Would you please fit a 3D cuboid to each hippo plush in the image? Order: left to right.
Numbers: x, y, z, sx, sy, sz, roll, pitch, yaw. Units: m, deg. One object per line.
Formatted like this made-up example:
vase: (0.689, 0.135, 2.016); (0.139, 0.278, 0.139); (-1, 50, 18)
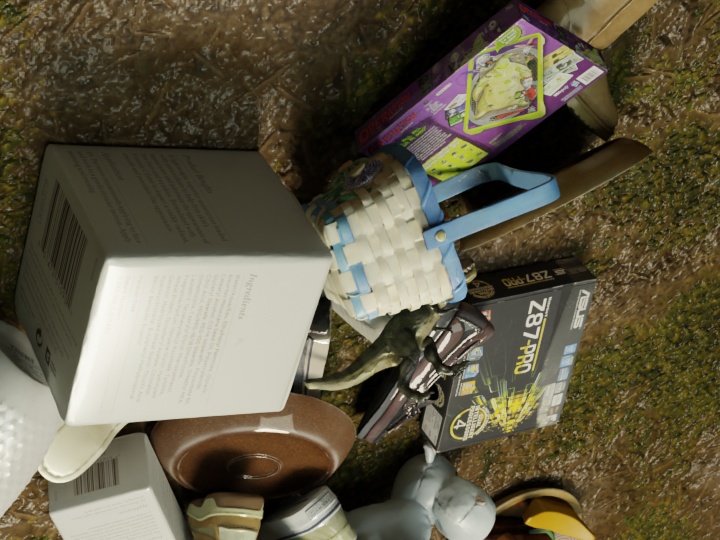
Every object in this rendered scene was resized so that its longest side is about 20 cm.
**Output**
hippo plush: (0.058, 0.285, 1.609); (0.161, 0.199, 0.160); (-43, 147, -28)

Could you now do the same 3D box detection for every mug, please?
mug: (-0.350, 0.116, 1.218); (0.200, 0.148, 0.175); (42, 95, -14)

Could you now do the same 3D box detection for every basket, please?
basket: (0.055, -0.043, 1.258); (0.198, 0.176, 0.140); (-19, 100, -12)

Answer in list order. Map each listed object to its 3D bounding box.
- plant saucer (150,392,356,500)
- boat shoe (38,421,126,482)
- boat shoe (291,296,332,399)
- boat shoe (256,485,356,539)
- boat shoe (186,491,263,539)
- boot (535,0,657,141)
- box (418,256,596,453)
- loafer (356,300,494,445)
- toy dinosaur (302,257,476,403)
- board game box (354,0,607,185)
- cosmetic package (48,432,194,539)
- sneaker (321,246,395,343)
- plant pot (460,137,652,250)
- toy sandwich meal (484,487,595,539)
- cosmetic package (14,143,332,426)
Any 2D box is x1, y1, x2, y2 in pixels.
plant saucer: (-0.102, 0.176, 1.421); (0.198, 0.035, 0.201); (-4, 149, -2)
boat shoe: (-0.219, 0.107, 1.331); (0.200, 0.059, 0.072); (-43, 119, -19)
boat shoe: (-0.082, 0.094, 1.417); (0.092, 0.075, 0.201); (6, 136, -4)
boat shoe: (-0.063, 0.265, 1.490); (0.072, 0.062, 0.200); (-35, 179, -23)
boat shoe: (-0.134, 0.260, 1.438); (0.071, 0.077, 0.200); (4, 167, -7)
boot: (0.245, -0.232, 1.345); (0.200, 0.066, 0.175); (-46, 136, 7)
box: (0.153, 0.090, 1.564); (0.160, 0.049, 0.202); (-11, 129, -28)
loafer: (0.063, 0.110, 1.483); (0.063, 0.072, 0.201); (30, 122, -4)
toy dinosaur: (0.047, 0.075, 1.368); (0.200, 0.088, 0.048); (-40, 169, -21)
board game box: (0.104, -0.148, 1.300); (0.119, 0.033, 0.199); (17, 137, -43)
cosmetic package: (-0.224, 0.254, 1.432); (0.101, 0.074, 0.201); (-13, 135, 0)
sneaker: (0.000, 0.000, 1.392); (0.082, 0.074, 0.200); (-57, 136, -14)
plant pot: (0.176, -0.075, 1.376); (0.199, 0.200, 0.028); (-28, 93, -10)
toy sandwich meal: (0.192, 0.343, 1.780); (0.203, 0.070, 0.207); (-17, 133, -19)
cosmetic package: (-0.158, 0.009, 1.218); (0.198, 0.165, 0.166); (0, 125, -30)
